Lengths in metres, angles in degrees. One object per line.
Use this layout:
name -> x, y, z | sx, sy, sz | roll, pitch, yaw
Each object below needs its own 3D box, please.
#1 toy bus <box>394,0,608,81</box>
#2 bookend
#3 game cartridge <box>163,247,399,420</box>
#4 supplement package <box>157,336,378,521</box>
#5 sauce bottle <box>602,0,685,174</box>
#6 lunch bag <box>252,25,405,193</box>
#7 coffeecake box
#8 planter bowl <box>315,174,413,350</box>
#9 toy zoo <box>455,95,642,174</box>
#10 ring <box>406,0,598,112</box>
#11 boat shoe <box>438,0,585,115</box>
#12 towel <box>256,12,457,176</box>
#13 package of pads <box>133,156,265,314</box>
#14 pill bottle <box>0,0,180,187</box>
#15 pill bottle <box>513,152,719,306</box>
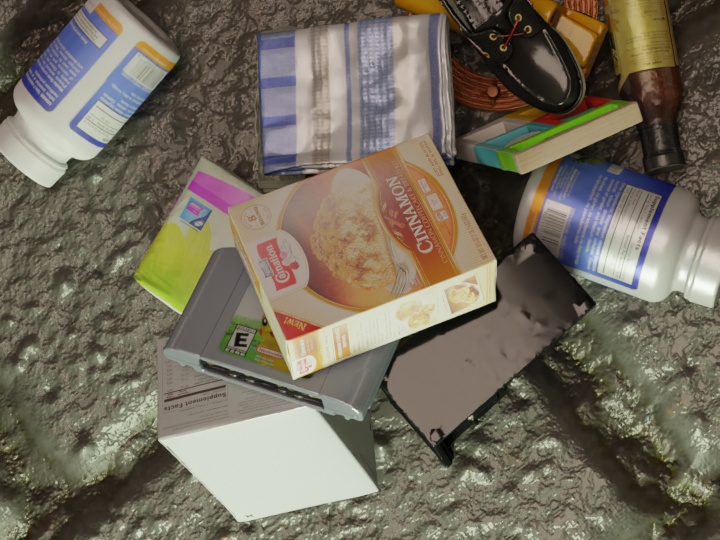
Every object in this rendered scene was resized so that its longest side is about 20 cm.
toy bus -> 0.139, -0.250, 1.712 | 0.199, 0.078, 0.066 | 26, 98, 19
bookend -> 0.121, 0.083, 1.676 | 0.198, 0.200, 0.092 | -41, 77, -4
game cartridge -> -0.065, 0.050, 1.593 | 0.198, 0.041, 0.134 | 16, 57, 15
supplement package -> -0.087, 0.142, 1.692 | 0.154, 0.200, 0.112 | -14, 57, 13
sauce bottle -> 0.279, -0.196, 1.703 | 0.065, 0.066, 0.202 | -9, 82, 14
lunch bag -> -0.019, -0.160, 1.752 | 0.198, 0.117, 0.166 | 1, 93, 20
coffeecake box -> 0.001, -0.014, 1.563 | 0.199, 0.073, 0.154 | -21, 59, -9
planter bowl -> 0.000, 0.000, 1.670 | 0.199, 0.083, 0.202 | 3, 102, 14
toy zoo -> 0.169, -0.134, 1.672 | 0.130, 0.200, 0.021 | -24, 105, -13
ring -> 0.141, -0.262, 1.768 | 0.199, 0.019, 0.202 | -1, 85, 15
boat shoe -> 0.134, -0.227, 1.640 | 0.074, 0.063, 0.202 | -40, 78, 16
towel -> -0.005, -0.167, 1.671 | 0.198, 0.024, 0.148 | -3, 84, 17
package of pads -> -0.117, 0.001, 1.790 | 0.199, 0.068, 0.155 | 32, 94, 15
pill bottle -> -0.292, -0.189, 1.827 | 0.112, 0.112, 0.200 | 44, 97, 13
pill bottle -> 0.256, -0.037, 1.666 | 0.199, 0.112, 0.113 | 20, 91, 14
